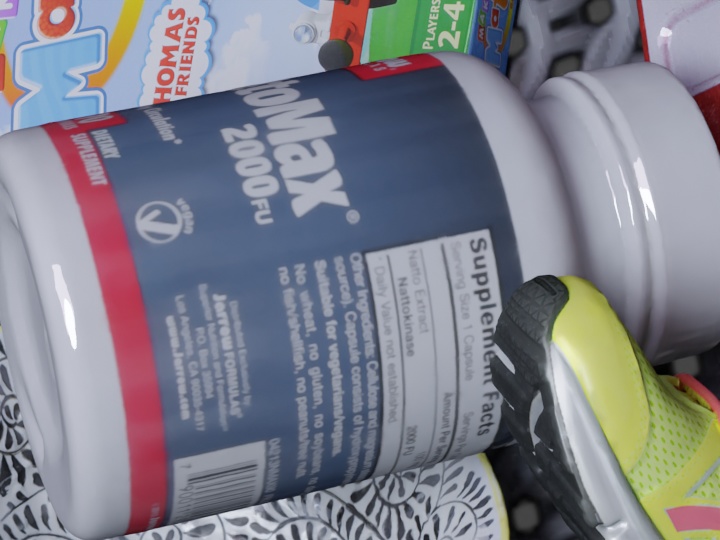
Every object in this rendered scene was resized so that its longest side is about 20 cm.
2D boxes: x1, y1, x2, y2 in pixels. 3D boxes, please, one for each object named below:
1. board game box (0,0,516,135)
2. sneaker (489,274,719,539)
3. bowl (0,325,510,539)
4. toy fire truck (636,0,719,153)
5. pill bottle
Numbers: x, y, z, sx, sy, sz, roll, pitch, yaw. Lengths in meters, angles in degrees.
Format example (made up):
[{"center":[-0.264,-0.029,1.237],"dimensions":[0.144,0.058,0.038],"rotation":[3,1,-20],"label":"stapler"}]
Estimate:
[{"center":[-0.043,-0.091,0.893],"dimensions":[0.200,0.037,0.151],"rotation":[3,78,28],"label":"board game box"},{"center":[0.110,0.068,0.712],"dimensions":[0.090,0.200,0.078],"rotation":[-37,24,1],"label":"sneaker"},{"center":[-0.059,0.106,0.795],"dimensions":[0.201,0.201,0.094],"rotation":[33,135,29],"label":"bowl"},{"center":[0.150,-0.077,0.766],"dimensions":[0.168,0.112,0.200],"rotation":[-25,65,47],"label":"toy fire truck"},{"center":[0.000,0.000,0.756],"dimensions":[0.200,0.120,0.120],"rotation":[-12,67,-15],"label":"pill bottle"}]
